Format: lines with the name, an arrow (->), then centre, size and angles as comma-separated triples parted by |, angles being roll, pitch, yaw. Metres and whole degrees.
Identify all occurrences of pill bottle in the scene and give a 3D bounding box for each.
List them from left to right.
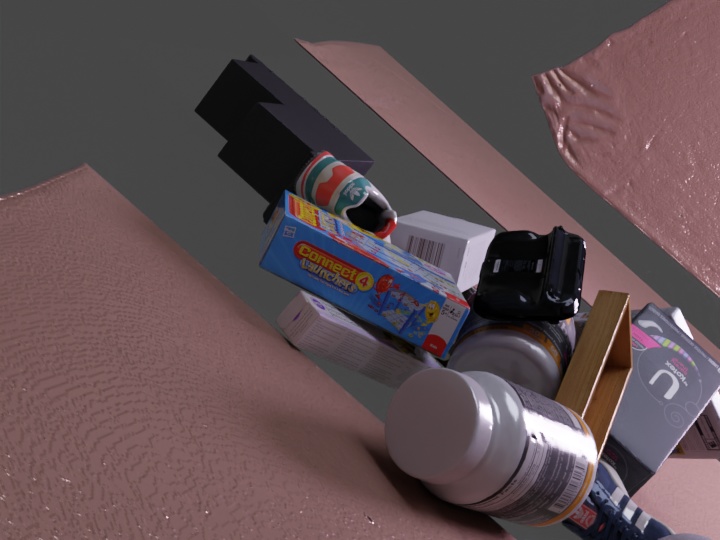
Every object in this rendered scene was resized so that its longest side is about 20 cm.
pill bottle -> 0.114, 0.152, 1.515 | 0.200, 0.116, 0.116 | 26, 20, -50
pill bottle -> 0.158, 0.078, 1.781 | 0.116, 0.116, 0.200 | 39, 26, -5

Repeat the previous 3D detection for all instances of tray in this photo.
tray -> 0.225, 0.119, 1.702 | 0.037, 0.099, 0.200 | 8, 39, 21

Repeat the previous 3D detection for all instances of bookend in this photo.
bookend -> -0.110, -0.149, 1.936 | 0.199, 0.092, 0.200 | 42, 14, 11

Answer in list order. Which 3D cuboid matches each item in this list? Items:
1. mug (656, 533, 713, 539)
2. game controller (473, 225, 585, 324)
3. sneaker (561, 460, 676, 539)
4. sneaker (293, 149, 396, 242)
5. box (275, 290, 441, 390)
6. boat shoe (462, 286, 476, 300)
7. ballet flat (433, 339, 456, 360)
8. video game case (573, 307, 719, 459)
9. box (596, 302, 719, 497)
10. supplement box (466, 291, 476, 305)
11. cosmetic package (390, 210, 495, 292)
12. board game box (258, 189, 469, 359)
mug -> 0.292, 0.318, 1.515 | 0.149, 0.188, 0.153 | 5, 9, -6
game controller -> 0.172, 0.005, 1.754 | 0.200, 0.104, 0.042 | -66, 146, -66
sneaker -> 0.238, 0.248, 1.679 | 0.084, 0.075, 0.200 | 22, 16, -37
sneaker -> 0.001, -0.044, 1.848 | 0.093, 0.070, 0.200 | 34, -14, 33
box -> 0.003, 0.072, 1.636 | 0.200, 0.041, 0.039 | 26, 18, -47
boat shoe -> 0.197, 0.076, 2.138 | 0.201, 0.061, 0.072 | 42, 13, 4
ballet flat -> 0.097, 0.071, 1.886 | 0.200, 0.071, 0.071 | 26, 19, -51
video game case -> 0.327, 0.132, 2.001 | 0.182, 0.023, 0.201 | -6, -60, 47
box -> 0.286, 0.148, 1.860 | 0.122, 0.106, 0.200 | 41, 46, 7
supplement box -> 0.198, 0.117, 2.003 | 0.200, 0.061, 0.109 | 48, 14, 27
cosmetic package -> 0.092, -0.022, 2.071 | 0.101, 0.074, 0.200 | 16, 7, 13
board game box -> 0.000, 0.000, 1.696 | 0.195, 0.056, 0.200 | 27, 7, -7
